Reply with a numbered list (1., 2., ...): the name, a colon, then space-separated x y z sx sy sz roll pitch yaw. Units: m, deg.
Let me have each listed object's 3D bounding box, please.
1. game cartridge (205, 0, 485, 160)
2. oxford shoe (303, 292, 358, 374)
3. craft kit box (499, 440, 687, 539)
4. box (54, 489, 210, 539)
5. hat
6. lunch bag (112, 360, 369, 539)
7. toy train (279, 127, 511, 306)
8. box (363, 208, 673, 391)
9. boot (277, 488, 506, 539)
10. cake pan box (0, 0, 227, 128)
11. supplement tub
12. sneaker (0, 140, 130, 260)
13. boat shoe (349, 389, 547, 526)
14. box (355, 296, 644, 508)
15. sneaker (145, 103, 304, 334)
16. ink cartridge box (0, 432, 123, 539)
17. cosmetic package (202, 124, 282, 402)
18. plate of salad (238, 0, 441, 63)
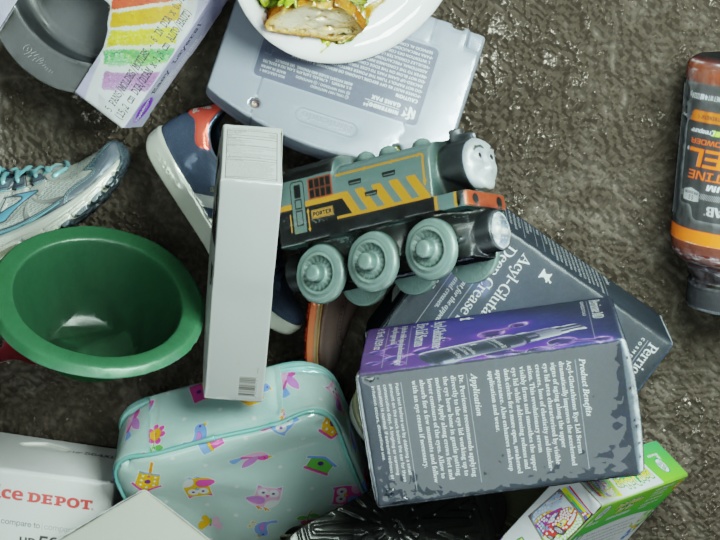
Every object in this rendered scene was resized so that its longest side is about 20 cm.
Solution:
1. game cartridge: -0.014 -0.153 1.565 0.199 0.041 0.133 18 75 0
2. oxford shoe: 0.000 0.000 1.605 0.072 0.071 0.201 14 102 -4
3. craft kit box: 0.152 0.226 1.567 0.198 0.200 0.049 -47 71 20
4. box: -0.167 0.299 1.565 0.128 0.109 0.200 32 137 37
5. hat: -0.218 0.078 1.565 0.165 0.200 0.176 1 129 -15
6. lunch bag: -0.098 0.163 1.619 0.199 0.077 0.161 -15 132 9
7. toy train: 0.022 -0.038 1.497 0.200 0.085 0.114 -13 81 36
8. box: 0.125 0.050 1.590 0.200 0.107 0.149 34 101 -5
9. boot: -0.001 0.222 1.566 0.211 0.158 0.080 -15 74 -25
10. cake pan box: -0.201 -0.238 1.559 0.184 0.052 0.200 38 103 8
11. supplement tub: 0.301 -0.068 1.555 0.107 0.107 0.201 3 102 2
12. sneaker: -0.280 -0.055 1.605 0.200 0.078 0.086 -34 94 9
13. boat shoe: 0.072 0.154 1.621 0.200 0.068 0.075 35 80 -10
14. box: 0.103 0.096 1.471 0.199 0.148 0.105 -9 101 4
15. sneaker: -0.088 -0.045 1.597 0.084 0.075 0.200 -32 100 10
16. ink cartridge box: -0.280 0.248 1.664 0.146 0.084 0.201 7 103 2
17. cosmetic package: -0.091 -0.004 1.507 0.050 0.083 0.200 5 123 -3
18. plate of salad: -0.004 -0.250 1.493 0.200 0.048 0.201 -11 117 -21
